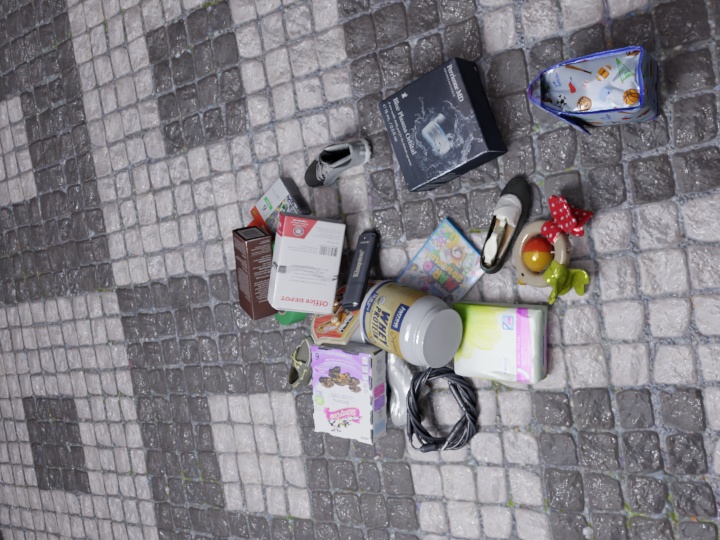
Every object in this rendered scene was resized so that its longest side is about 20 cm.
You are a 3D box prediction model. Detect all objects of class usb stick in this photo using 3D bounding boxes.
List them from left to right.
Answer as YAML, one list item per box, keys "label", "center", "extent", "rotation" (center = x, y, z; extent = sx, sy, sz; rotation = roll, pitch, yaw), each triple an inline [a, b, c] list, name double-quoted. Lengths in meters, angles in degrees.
- label: "usb stick"
  center: [0.000, 0.000, 1.545]
  extent: [0.054, 0.033, 0.205]
  rotation: [-13, 50, 38]

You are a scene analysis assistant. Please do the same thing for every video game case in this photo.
- label: "video game case"
  center: [0.176, 0.008, 1.509]
  extent: [0.144, 0.018, 0.201]
  rotation: [48, 120, 17]

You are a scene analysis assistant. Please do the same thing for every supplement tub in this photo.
- label: "supplement tub"
  center: [0.105, 0.113, 1.454]
  extent: [0.198, 0.142, 0.149]
  rotation: [20, 109, 48]

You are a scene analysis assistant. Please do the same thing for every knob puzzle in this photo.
- label: "knob puzzle"
  center: [-0.050, 0.084, 1.583]
  extent: [0.216, 0.223, 0.031]
  rotation: [-23, 122, 34]

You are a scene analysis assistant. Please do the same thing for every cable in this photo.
- label: "cable"
  center: [0.178, 0.302, 1.504]
  extent: [0.158, 0.051, 0.207]
  rotation: [1, 100, 5]

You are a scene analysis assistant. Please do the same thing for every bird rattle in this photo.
- label: "bird rattle"
  center: [0.361, -0.040, 1.335]
  extent: [0.161, 0.110, 0.207]
  rotation: [-5, 92, 50]

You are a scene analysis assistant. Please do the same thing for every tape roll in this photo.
- label: "tape roll"
  center: [-0.187, 0.028, 1.680]
  extent: [0.200, 0.047, 0.206]
  rotation: [37, 133, 53]

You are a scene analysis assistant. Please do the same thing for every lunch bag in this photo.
- label: "lunch bag"
  center: [0.411, -0.311, 1.214]
  extent: [0.195, 0.168, 0.128]
  rotation: [1, 94, 31]

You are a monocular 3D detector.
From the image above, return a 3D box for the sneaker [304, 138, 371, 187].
- label: "sneaker"
  center: [-0.078, -0.249, 1.577]
  extent: [0.197, 0.114, 0.077]
  rotation: [-25, 84, 33]

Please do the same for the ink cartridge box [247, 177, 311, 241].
- label: "ink cartridge box"
  center: [-0.220, -0.127, 1.729]
  extent: [0.199, 0.050, 0.110]
  rotation: [-42, 75, 30]

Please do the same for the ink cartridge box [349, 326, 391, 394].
- label: "ink cartridge box"
  center: [-0.016, 0.205, 1.627]
  extent: [0.142, 0.084, 0.206]
  rotation: [-16, 90, 33]

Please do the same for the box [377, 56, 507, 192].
- label: "box"
  center: [0.166, -0.293, 1.409]
  extent: [0.197, 0.116, 0.202]
  rotation: [-23, 85, 32]

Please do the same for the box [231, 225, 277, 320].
- label: "box"
  center: [-0.257, 0.005, 1.679]
  extent: [0.100, 0.073, 0.206]
  rotation: [32, 128, 54]

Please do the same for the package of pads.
- label: "package of pads"
  center: [0.288, 0.149, 1.428]
  extent: [0.195, 0.068, 0.160]
  rotation: [3, 98, 34]

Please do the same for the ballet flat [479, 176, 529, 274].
- label: "ballet flat"
  center: [0.288, -0.087, 1.380]
  extent: [0.067, 0.068, 0.206]
  rotation: [21, 104, 24]

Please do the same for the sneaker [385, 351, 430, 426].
- label: "sneaker"
  center: [0.111, 0.252, 1.566]
  extent: [0.097, 0.078, 0.206]
  rotation: [-5, 103, 25]

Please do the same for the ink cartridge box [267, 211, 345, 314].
- label: "ink cartridge box"
  center: [-0.123, -0.017, 1.539]
  extent: [0.083, 0.142, 0.207]
  rotation: [-148, 67, -68]

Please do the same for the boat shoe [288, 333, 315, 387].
- label: "boat shoe"
  center: [-0.138, 0.224, 1.672]
  extent: [0.204, 0.059, 0.073]
  rotation: [107, 146, -52]

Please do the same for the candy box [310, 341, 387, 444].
- label: "candy box"
  center: [-0.026, 0.270, 1.551]
  extent: [0.164, 0.071, 0.207]
  rotation: [3, 100, 32]
